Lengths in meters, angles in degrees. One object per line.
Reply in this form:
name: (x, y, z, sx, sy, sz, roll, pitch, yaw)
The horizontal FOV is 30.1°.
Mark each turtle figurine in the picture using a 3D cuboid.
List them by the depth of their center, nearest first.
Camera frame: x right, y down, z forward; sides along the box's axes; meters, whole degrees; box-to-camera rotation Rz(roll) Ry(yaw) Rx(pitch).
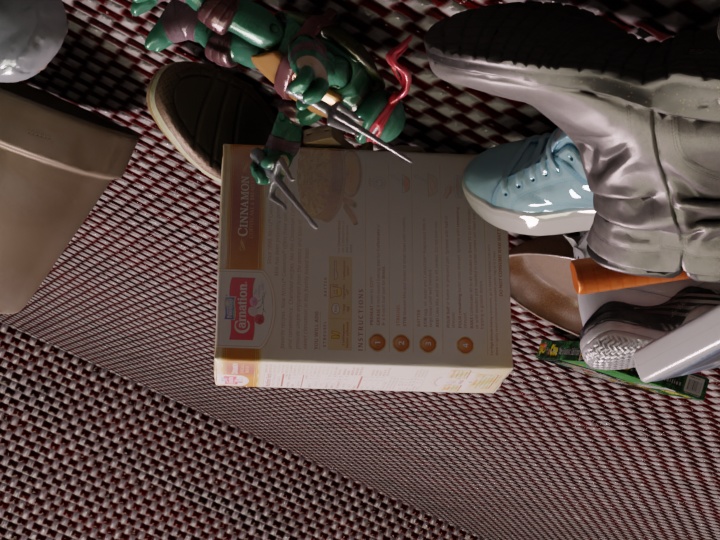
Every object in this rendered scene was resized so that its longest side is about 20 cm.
turtle figurine: (-0.044, -0.115, 0.819, 0.199, 0.101, 0.150, 35, 152, 9)

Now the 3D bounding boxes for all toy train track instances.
toy train track: (0.014, -0.074, 1.001, 0.114, 0.033, 0.200, -9, 159, 24)

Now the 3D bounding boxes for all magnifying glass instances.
magnifying glass: (0.220, -0.012, 0.764, 0.198, 0.023, 0.080, -11, -166, 2)

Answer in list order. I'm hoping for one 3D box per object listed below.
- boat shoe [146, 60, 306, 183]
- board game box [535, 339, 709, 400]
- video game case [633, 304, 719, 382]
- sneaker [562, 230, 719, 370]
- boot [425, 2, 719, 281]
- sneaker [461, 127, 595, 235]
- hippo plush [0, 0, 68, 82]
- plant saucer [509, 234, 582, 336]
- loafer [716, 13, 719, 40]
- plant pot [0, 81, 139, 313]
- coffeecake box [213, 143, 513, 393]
boat shoe: (-0.096, -0.096, 1.018, 0.076, 0.072, 0.200, 23, 170, 46)
board game box: (0.228, 0.087, 1.193, 0.104, 0.024, 0.200, 21, 176, -4)
video game case: (0.271, 0.011, 0.715, 0.180, 0.024, 0.200, -9, 164, -23)
sneaker: (0.224, -0.014, 0.851, 0.198, 0.116, 0.075, -14, 163, -2)
boot: (0.125, -0.060, 0.700, 0.198, 0.070, 0.133, 16, 131, 24)
sneaker: (0.136, -0.071, 0.803, 0.199, 0.074, 0.082, 3, 139, 41)
hippo plush: (-0.290, -0.154, 0.900, 0.198, 0.161, 0.161, -8, 164, 25)
plant saucer: (0.202, 0.019, 1.065, 0.198, 0.032, 0.200, 20, 164, 6)
loafer: (0.178, -0.110, 0.552, 0.199, 0.073, 0.072, 33, 141, -33)
plant pot: (-0.300, -0.066, 1.085, 0.198, 0.175, 0.200, 21, -176, -2)
coffeecake box: (0.000, 0.000, 0.924, 0.197, 0.155, 0.073, 2, 161, -5)
